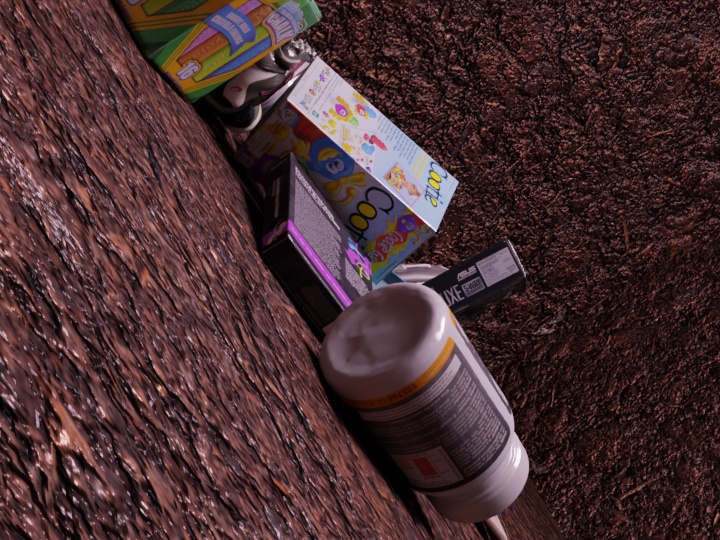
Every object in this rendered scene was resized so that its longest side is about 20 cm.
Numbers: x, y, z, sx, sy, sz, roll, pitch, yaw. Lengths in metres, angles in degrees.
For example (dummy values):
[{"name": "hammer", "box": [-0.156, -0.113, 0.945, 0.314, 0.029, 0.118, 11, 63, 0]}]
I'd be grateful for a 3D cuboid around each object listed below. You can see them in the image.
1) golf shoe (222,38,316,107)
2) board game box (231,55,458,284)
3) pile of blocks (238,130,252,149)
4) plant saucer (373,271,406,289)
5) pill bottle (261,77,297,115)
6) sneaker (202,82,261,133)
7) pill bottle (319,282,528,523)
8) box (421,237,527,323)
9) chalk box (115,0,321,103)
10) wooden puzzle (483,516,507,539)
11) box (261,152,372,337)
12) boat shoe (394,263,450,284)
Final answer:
[{"name": "golf shoe", "box": [-0.101, -0.218, 1.443, 0.077, 0.088, 0.200, 41, 11, -1]}, {"name": "board game box", "box": [-0.014, -0.102, 1.433, 0.200, 0.103, 0.105, 41, 37, -10]}, {"name": "pile of blocks", "box": [-0.095, -0.154, 1.594, 0.062, 0.082, 0.200, 57, 4, -9]}, {"name": "plant saucer", "box": [0.000, 0.000, 1.539, 0.070, 0.019, 0.200, 8, 14, -27]}, {"name": "pill bottle", "box": [-0.066, -0.168, 1.853, 0.201, 0.113, 0.113, 58, 3, -7]}, {"name": "sneaker", "box": [-0.165, -0.243, 1.487, 0.201, 0.067, 0.090, 61, -2, -2]}, {"name": "pill bottle", "box": [0.059, 0.114, 1.152, 0.200, 0.116, 0.117, 56, 4, -35]}, {"name": "box", "box": [0.094, 0.039, 1.584, 0.050, 0.199, 0.158, 62, 5, 8]}, {"name": "chalk box", "box": [-0.122, -0.275, 1.293, 0.125, 0.199, 0.124, 58, 4, 19]}, {"name": "wooden puzzle", "box": [0.114, 0.219, 1.649, 0.201, 0.037, 0.185, 57, 3, -14]}, {"name": "box", "box": [-0.038, -0.013, 1.299, 0.143, 0.036, 0.200, 54, 15, -22]}, {"name": "boat shoe", "box": [0.050, 0.011, 1.663, 0.199, 0.067, 0.057, -4, 58, -44]}]
